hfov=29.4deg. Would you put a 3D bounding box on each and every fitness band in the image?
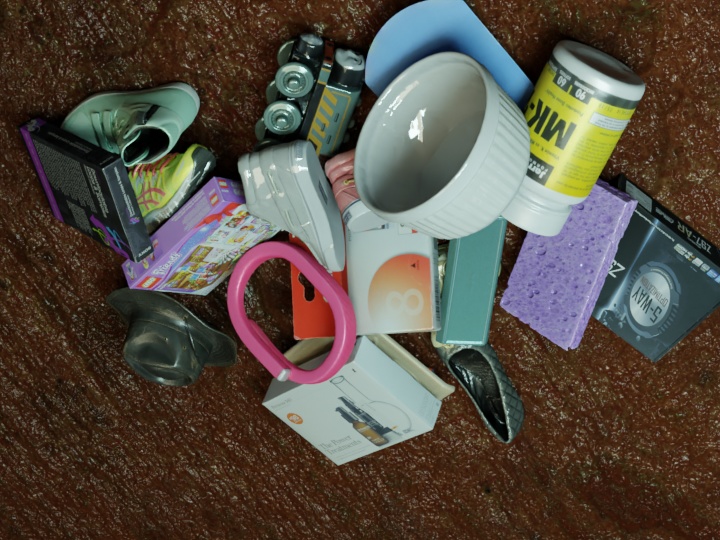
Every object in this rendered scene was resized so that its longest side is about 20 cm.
[{"bbox_3d":[-0.090,0.053,1.748,0.200,0.037,0.144,45,110,25],"label":"fitness band"}]

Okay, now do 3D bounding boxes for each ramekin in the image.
[{"bbox_3d":[0.096,-0.131,1.531,0.199,0.202,0.105,-33,136,29],"label":"ramekin"}]

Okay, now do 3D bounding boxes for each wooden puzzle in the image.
[{"bbox_3d":[0.004,0.135,1.856,0.199,0.047,0.185,36,135,-17],"label":"wooden puzzle"}]

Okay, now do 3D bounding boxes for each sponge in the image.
[{"bbox_3d":[0.248,-0.018,1.657,0.111,0.030,0.202,33,116,31],"label":"sponge"}]

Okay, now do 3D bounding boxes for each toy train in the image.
[{"bbox_3d":[-0.061,-0.189,1.654,0.113,0.086,0.201,14,124,-11],"label":"toy train"}]

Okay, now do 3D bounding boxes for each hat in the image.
[{"bbox_3d":[-0.268,0.107,1.855,0.198,0.082,0.201,20,155,10],"label":"hat"}]

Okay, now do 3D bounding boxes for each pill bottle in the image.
[{"bbox_3d":[0.230,-0.148,1.565,0.113,0.115,0.202,24,114,-3],"label":"pill bottle"}]

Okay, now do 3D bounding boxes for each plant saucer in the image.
[{"bbox_3d":[0.140,0.011,1.718,0.069,0.019,0.202,2,120,-7],"label":"plant saucer"}]

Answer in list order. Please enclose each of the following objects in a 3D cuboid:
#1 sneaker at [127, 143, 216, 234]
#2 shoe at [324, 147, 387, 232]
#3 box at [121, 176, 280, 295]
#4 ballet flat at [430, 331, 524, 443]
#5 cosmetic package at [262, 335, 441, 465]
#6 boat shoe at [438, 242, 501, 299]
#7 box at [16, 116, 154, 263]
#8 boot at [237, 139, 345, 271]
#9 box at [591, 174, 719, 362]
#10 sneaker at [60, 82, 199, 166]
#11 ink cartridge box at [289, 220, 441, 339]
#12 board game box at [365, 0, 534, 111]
[{"bbox_3d":[-0.253,-0.116,1.721,0.090,0.078,0.200,46,143,-7],"label":"sneaker"},{"bbox_3d":[0.057,-0.117,1.659,0.198,0.092,0.072,-16,157,-20],"label":"shoe"},{"bbox_3d":[-0.193,-0.040,1.754,0.200,0.136,0.039,-39,62,30],"label":"box"},{"bbox_3d":[0.159,0.144,1.828,0.066,0.057,0.201,-27,113,26],"label":"ballet flat"},{"bbox_3d":[-0.014,0.177,1.827,0.151,0.052,0.199,42,137,-19],"label":"cosmetic package"},{"bbox_3d":[0.081,0.014,1.757,0.198,0.063,0.074,-4,122,16],"label":"boat shoe"},{"bbox_3d":[-0.347,-0.103,1.730,0.199,0.036,0.144,27,142,41],"label":"box"},{"bbox_3d":[-0.083,-0.074,1.666,0.094,0.074,0.201,-7,132,14],"label":"boot"},{"bbox_3d":[0.343,-0.001,1.697,0.199,0.044,0.160,36,123,-11],"label":"box"},{"bbox_3d":[-0.304,-0.170,1.697,0.198,0.119,0.074,-13,120,22],"label":"sneaker"},{"bbox_3d":[0.000,0.000,1.728,0.197,0.050,0.165,-4,84,14],"label":"ink cartridge box"},{"bbox_3d":[0.104,-0.228,1.608,0.157,0.039,0.200,-34,110,29],"label":"board game box"}]
